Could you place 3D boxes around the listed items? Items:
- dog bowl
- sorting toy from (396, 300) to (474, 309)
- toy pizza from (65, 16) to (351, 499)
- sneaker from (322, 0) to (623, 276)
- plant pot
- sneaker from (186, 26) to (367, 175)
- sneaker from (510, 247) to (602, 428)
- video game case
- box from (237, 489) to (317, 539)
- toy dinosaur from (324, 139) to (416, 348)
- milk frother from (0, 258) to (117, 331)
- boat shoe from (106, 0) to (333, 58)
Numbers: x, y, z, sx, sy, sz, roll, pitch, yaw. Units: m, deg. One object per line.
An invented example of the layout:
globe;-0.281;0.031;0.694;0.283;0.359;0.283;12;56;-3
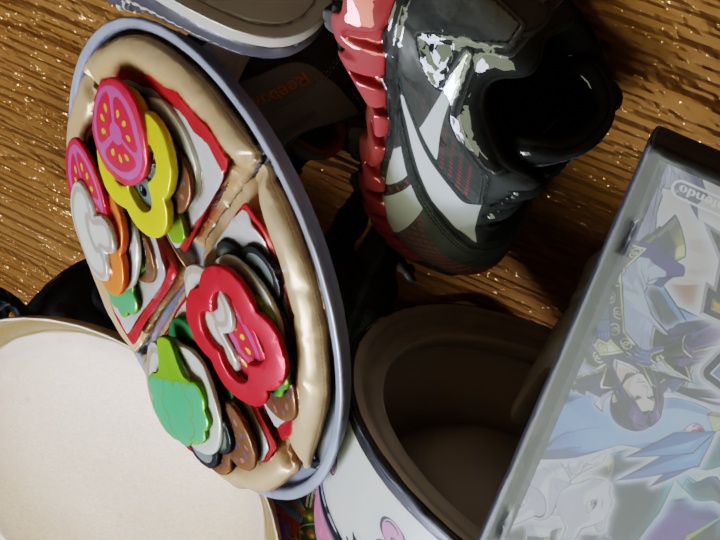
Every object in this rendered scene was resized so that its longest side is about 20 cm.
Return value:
dog bowl;0.069;0.103;0.951;0.199;0.200;0.074;34;118;9
sorting toy;0.071;0.093;1.157;0.200;0.037;0.185;50;156;-16
toy pizza;-0.070;0.000;0.927;0.200;0.032;0.201;40;142;41
sneaker;0.046;-0.050;0.851;0.098;0.071;0.201;30;156;24
plant pot;-0.120;0.104;1.093;0.199;0.027;0.201;13;123;21
sneaker;-0.052;-0.062;0.984;0.079;0.074;0.200;36;159;-9
sneaker;0.125;0.031;0.870;0.074;0.087;0.200;43;157;-9
video game case;0.155;0.072;0.791;0.199;0.026;0.182;24;115;5
box;-0.001;0.166;1.099;0.136;0.039;0.201;28;131;24
toy dinosaur;0.000;0.000;0.989;0.047;0.088;0.201;16;130;1
milk frother;-0.125;0.084;1.180;0.188;0.199;0.181;38;150;38
boat shoe;-0.084;-0.133;0.888;0.200;0.073;0.063;37;155;25
